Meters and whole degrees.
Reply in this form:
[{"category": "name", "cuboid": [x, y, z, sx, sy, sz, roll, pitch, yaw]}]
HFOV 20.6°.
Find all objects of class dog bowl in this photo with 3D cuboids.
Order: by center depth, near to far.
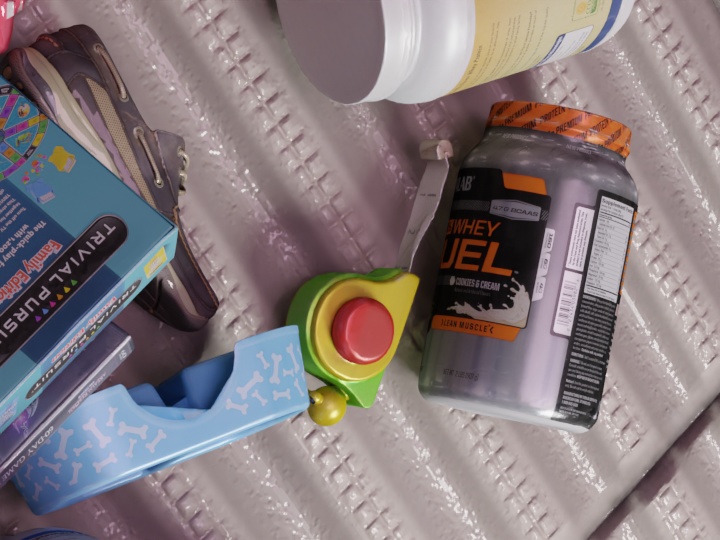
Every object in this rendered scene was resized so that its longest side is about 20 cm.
[{"category": "dog bowl", "cuboid": [-0.116, 0.089, 1.151, 0.199, 0.111, 0.050, -19, 83, -30]}]

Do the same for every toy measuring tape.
[{"category": "toy measuring tape", "cuboid": [0.000, 0.000, 1.254, 0.073, 0.073, 0.201, 24, 79, -31]}]

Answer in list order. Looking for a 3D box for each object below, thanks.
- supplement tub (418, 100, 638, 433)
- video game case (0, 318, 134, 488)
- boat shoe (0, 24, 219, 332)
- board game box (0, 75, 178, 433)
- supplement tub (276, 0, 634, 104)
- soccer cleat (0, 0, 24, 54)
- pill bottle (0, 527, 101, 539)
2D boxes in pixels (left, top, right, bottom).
[{"category": "supplement tub", "cuboid": [0.113, -0.002, 1.293, 0.122, 0.122, 0.202, 15, 84, -32]}, {"category": "video game case", "cuboid": [-0.241, 0.071, 1.074, 0.200, 0.142, 0.019, -47, 155, -22]}, {"category": "boat shoe", "cuboid": [-0.133, -0.056, 1.163, 0.073, 0.074, 0.201, -40, 113, -24]}, {"category": "board game box", "cuboid": [-0.222, -0.028, 1.066, 0.200, 0.047, 0.151, 41, 69, 8]}, {"category": "supplement tub", "cuboid": [0.060, -0.187, 1.237, 0.199, 0.144, 0.146, -20, 103, -30]}, {"category": "soccer cleat", "cuboid": [-0.236, -0.219, 1.106, 0.076, 0.067, 0.202, -8, 104, 0]}, {"category": "pill bottle", "cuboid": [-0.158, 0.203, 1.084, 0.111, 0.199, 0.113, -1, 92, -32]}]
